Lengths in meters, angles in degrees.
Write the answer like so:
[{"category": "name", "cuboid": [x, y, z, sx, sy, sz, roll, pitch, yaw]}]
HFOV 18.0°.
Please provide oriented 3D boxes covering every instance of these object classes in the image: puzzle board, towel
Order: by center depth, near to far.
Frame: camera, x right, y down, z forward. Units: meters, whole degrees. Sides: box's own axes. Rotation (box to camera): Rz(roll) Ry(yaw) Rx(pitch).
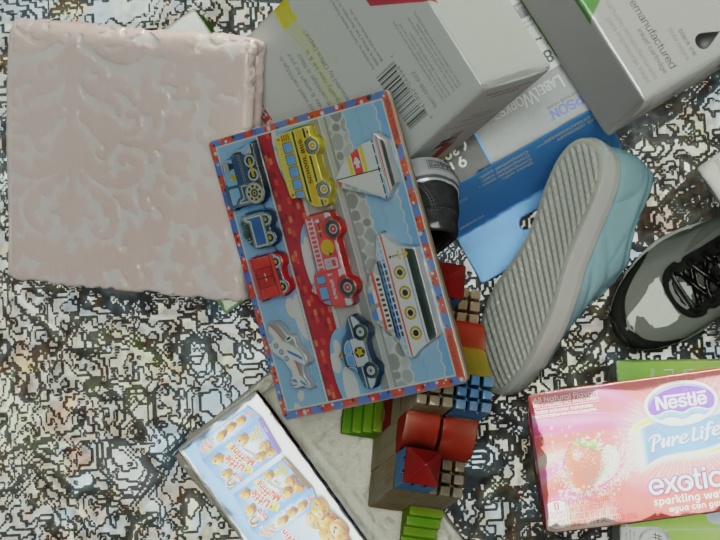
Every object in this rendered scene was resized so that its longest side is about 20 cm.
[{"category": "puzzle board", "cuboid": [-0.018, -0.007, 1.531, 0.151, 0.017, 0.200, -14, 93, 34]}, {"category": "towel", "cuboid": [-0.161, -0.079, 1.622, 0.200, 0.032, 0.191, 6, 102, 22]}, {"category": "towel", "cuboid": [-0.028, 0.168, 1.657, 0.132, 0.034, 0.200, -38, 86, 1]}]

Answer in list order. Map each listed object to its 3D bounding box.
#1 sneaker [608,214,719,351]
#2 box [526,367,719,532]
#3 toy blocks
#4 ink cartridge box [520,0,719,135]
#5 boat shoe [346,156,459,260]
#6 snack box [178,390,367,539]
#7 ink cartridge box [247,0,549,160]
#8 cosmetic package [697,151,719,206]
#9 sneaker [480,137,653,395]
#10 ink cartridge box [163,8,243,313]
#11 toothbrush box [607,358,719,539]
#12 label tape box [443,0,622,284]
[{"category": "sneaker", "cuboid": [0.265, -0.012, 1.631, 0.200, 0.079, 0.074, -33, 86, 2]}, {"category": "box", "cuboid": [0.214, 0.117, 1.527, 0.200, 0.103, 0.095, -8, 85, 4]}, {"category": "toy blocks", "cuboid": [0.051, 0.083, 1.588, 0.100, 0.137, 0.200, 9, 73, -11]}, {"category": "ink cartridge box", "cuboid": [0.225, -0.211, 1.614, 0.200, 0.084, 0.146, -31, 85, -19]}, {"category": "boat shoe", "cuboid": [0.000, 0.000, 1.572, 0.200, 0.070, 0.066, -36, 49, 35]}, {"category": "snack box", "cuboid": [-0.044, 0.187, 1.627, 0.072, 0.024, 0.200, -36, 86, 2]}, {"category": "ink cartridge box", "cuboid": [0.011, -0.138, 1.572, 0.200, 0.083, 0.145, -39, 78, 40]}, {"category": "cosmetic package", "cuboid": [0.360, -0.043, 1.500, 0.200, 0.165, 0.165, -36, 108, 10]}, {"category": "sneaker", "cuboid": [0.156, 0.006, 1.641, 0.082, 0.074, 0.200, 13, 111, -36]}, {"category": "ink cartridge box", "cuboid": [-0.107, -0.078, 1.665, 0.104, 0.059, 0.200, -33, 84, 3]}, {"category": "toothbrush box", "cuboid": [0.278, 0.135, 1.616, 0.200, 0.086, 0.146, 0, 86, 2]}, {"category": "label tape box", "cuboid": [0.100, -0.113, 1.655, 0.144, 0.063, 0.200, -29, 84, 1]}]
